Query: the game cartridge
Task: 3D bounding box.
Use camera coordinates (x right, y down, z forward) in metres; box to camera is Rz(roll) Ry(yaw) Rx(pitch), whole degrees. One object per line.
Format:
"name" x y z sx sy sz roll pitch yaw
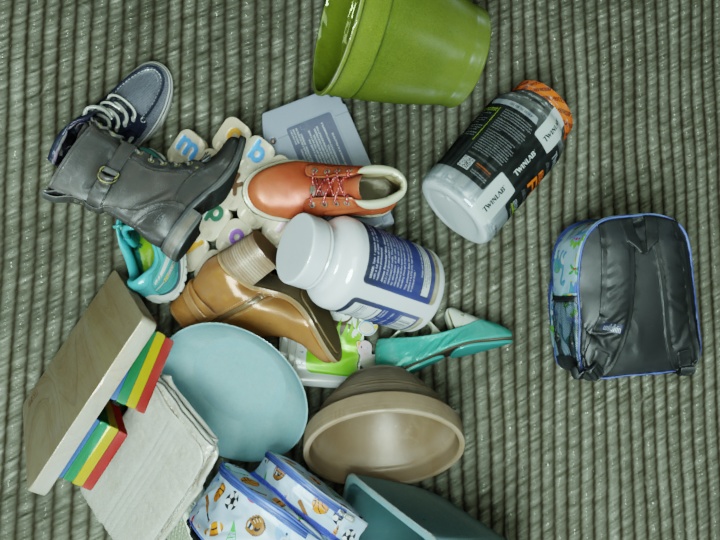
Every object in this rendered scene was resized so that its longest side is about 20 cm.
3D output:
"game cartridge" -0.052 -0.129 0.843 0.131 0.041 0.204 -21 84 -14

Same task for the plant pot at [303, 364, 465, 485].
"plant pot" 0.027 0.185 0.788 0.195 0.203 0.094 4 47 -8

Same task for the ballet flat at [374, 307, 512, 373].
"ballet flat" 0.110 0.088 0.847 0.195 0.068 0.072 -15 74 -12

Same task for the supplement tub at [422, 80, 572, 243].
"supplement tub" 0.185 -0.147 0.845 0.122 0.122 0.201 43 82 -3

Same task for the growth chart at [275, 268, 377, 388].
"growth chart" -0.047 0.058 0.844 0.141 0.018 0.206 -3 84 -9

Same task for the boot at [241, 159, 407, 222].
"boot" -0.041 -0.099 0.754 0.195 0.107 0.077 -3 92 -14

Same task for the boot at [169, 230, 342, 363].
"boot" -0.129 0.068 0.790 0.154 0.077 0.201 -36 111 16

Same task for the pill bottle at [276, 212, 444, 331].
"pill bottle" 0.000 0.000 0.773 0.197 0.110 0.114 19 82 -36

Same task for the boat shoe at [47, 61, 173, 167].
"boat shoe" -0.304 -0.184 0.786 0.074 0.093 0.203 31 82 -5

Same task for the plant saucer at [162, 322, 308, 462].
"plant saucer" -0.153 0.143 0.778 0.196 0.039 0.206 6 118 12

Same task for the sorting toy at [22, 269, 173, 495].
"sorting toy" -0.293 0.123 0.723 0.069 0.199 0.201 36 85 -32

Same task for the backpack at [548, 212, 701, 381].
"backpack" 0.336 0.031 0.842 0.178 0.147 0.206 -2 91 -9

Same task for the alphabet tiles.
"alphabet tiles" -0.176 -0.084 0.815 0.199 0.015 0.197 37 96 5

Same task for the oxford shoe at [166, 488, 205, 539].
"oxford shoe" -0.232 0.245 0.787 0.074 0.057 0.204 -29 80 34

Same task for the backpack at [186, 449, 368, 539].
"backpack" -0.096 0.296 0.718 0.189 0.199 0.157 34 68 -21

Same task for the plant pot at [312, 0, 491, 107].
"plant pot" 0.058 -0.300 0.814 0.188 0.200 0.206 12 84 -19

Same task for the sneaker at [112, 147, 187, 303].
"sneaker" -0.257 -0.062 0.768 0.076 0.079 0.205 -20 72 17

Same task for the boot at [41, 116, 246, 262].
"boot" -0.239 -0.122 0.729 0.172 0.069 0.202 32 57 -6

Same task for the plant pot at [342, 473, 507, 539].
"plant pot" 0.090 0.378 0.755 0.196 0.195 0.201 14 88 -29

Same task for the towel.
"towel" -0.248 0.232 0.742 0.132 0.034 0.202 43 106 23
